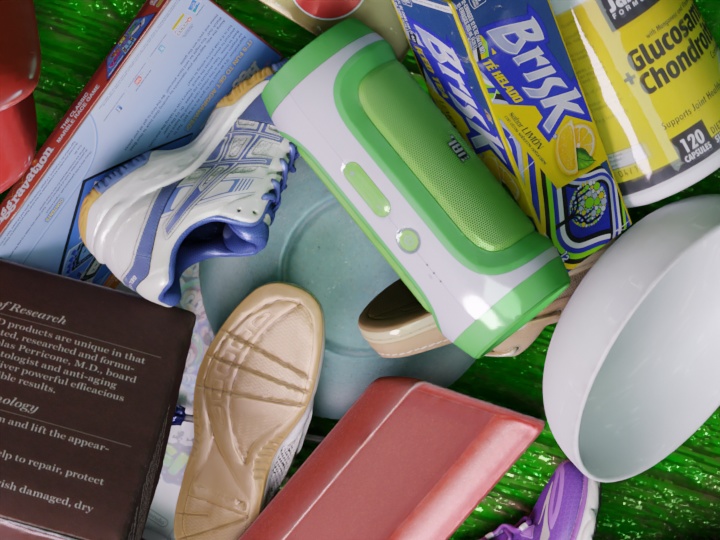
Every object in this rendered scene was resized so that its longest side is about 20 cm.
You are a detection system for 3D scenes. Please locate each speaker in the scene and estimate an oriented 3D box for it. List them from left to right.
[{"bbox_3d":[0.032,-0.048,1.512,0.088,0.088,0.200,-40,84,8],"label":"speaker"}]

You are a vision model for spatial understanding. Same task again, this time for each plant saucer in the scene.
[{"bbox_3d":[0.000,0.000,1.634,0.201,0.039,0.201,-1,100,-8],"label":"plant saucer"},{"bbox_3d":[0.006,0.146,1.638,0.200,0.200,0.037,-50,62,10],"label":"plant saucer"}]

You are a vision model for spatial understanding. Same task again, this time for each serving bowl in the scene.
[{"bbox_3d":[0.180,0.032,1.617,0.066,0.200,0.200,38,104,30],"label":"serving bowl"}]

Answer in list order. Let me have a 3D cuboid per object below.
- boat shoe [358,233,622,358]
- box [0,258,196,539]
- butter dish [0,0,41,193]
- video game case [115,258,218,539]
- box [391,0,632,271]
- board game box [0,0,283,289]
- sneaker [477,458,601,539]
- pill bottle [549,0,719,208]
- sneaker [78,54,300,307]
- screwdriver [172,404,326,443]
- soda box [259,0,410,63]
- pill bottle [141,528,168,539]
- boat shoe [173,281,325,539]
[{"bbox_3d":[0.088,0.023,1.606,0.200,0.071,0.065,-20,112,-31],"label":"boat shoe"},{"bbox_3d":[-0.206,0.124,1.531,0.164,0.200,0.166,14,132,-1],"label":"box"},{"bbox_3d":[-0.266,-0.085,1.551,0.200,0.199,0.148,-23,129,4],"label":"butter dish"},{"bbox_3d":[-0.134,0.062,1.666,0.200,0.024,0.182,35,101,-12],"label":"video game case"},{"bbox_3d":[0.088,-0.097,1.533,0.064,0.070,0.200,-37,123,-20],"label":"box"},{"bbox_3d":[-0.139,-0.076,1.585,0.200,0.019,0.103,-54,136,1],"label":"board game box"},{"bbox_3d":[0.084,0.200,1.695,0.083,0.081,0.200,36,101,-7],"label":"sneaker"},{"bbox_3d":[0.148,-0.146,1.578,0.112,0.112,0.200,-29,106,5],"label":"pill bottle"},{"bbox_3d":[-0.069,-0.052,1.571,0.200,0.075,0.088,-37,66,-11],"label":"sneaker"},{"bbox_3d":[-0.095,0.093,1.654,0.200,0.028,0.029,7,134,-8],"label":"screwdriver"},{"bbox_3d":[-0.050,-0.199,1.576,0.200,0.064,0.068,31,102,-11],"label":"soda box"},{"bbox_3d":[-0.183,0.210,1.658,0.200,0.112,0.112,14,105,-5],"label":"pill bottle"},{"bbox_3d":[-0.065,0.087,1.615,0.071,0.069,0.200,24,115,8],"label":"boat shoe"}]
